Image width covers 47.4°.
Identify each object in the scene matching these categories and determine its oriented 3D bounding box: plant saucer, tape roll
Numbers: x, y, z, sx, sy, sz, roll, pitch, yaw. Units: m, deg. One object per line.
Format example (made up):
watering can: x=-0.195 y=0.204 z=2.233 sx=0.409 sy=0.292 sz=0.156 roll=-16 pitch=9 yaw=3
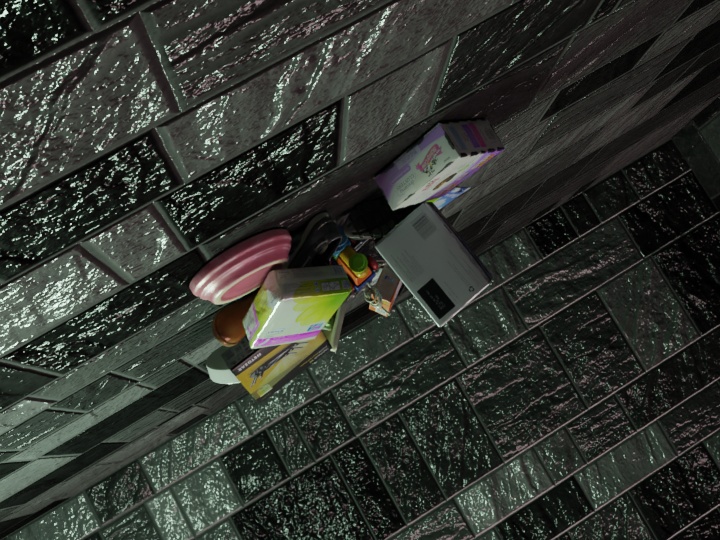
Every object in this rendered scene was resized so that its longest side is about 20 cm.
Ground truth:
plant saucer: x=-0.202 y=0.000 z=1.440 sx=0.199 sy=0.051 sz=0.201 roll=-30 pitch=171 yaw=-5
tape roll: x=-0.249 y=0.192 z=1.849 sx=0.199 sy=0.038 sz=0.203 roll=-15 pitch=-164 yaw=4

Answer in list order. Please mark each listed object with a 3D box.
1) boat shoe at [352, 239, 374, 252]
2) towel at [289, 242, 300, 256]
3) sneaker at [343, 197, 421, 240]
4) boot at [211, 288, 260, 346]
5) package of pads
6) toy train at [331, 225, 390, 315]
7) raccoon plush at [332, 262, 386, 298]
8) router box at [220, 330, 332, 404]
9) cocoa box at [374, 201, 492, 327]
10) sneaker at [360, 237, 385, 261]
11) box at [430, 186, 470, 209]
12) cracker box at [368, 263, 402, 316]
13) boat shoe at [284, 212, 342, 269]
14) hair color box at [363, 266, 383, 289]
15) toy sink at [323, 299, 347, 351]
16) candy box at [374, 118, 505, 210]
boat shoe: x=0.040 y=-0.091 z=1.729 sx=0.198 sy=0.062 sz=0.075 roll=-31 pitch=171 yaw=-3
towel: x=-0.163 y=-0.006 z=1.636 sx=0.198 sy=0.024 sz=0.145 roll=-29 pitch=172 yaw=-17
sneaker: x=0.046 y=-0.105 z=1.630 sx=0.198 sy=0.076 sz=0.079 roll=-27 pitch=173 yaw=-27
boot: x=-0.197 y=0.063 z=1.614 sx=0.154 sy=0.074 sz=0.200 roll=-33 pitch=-173 yaw=32
package of pads: x=-0.124 y=0.066 z=1.513 sx=0.152 sy=0.069 sz=0.200 roll=-5 pitch=150 yaw=-31
toy train: x=0.000 y=0.000 z=1.632 sx=0.084 sy=0.200 sz=0.116 roll=-40 pitch=171 yaw=-9
raccoon plush: x=-0.013 y=-0.010 z=1.939 sx=0.134 sy=0.097 sz=0.200 roll=-40 pitch=170 yaw=10
router box: x=-0.169 y=0.167 z=1.697 sx=0.199 sy=0.052 sz=0.158 roll=-37 pitch=143 yaw=-7
cocoa box: x=0.145 y=-0.016 z=1.591 sx=0.133 sy=0.201 sz=0.131 roll=-40 pitch=176 yaw=13
sneaker: x=0.036 y=-0.058 z=1.862 sx=0.197 sy=0.061 sz=0.104 roll=6 pitch=-163 yaw=-25
box: x=0.139 y=-0.145 z=1.819 sx=0.199 sy=0.048 sz=0.122 roll=-35 pitch=172 yaw=24
cracker box: x=0.087 y=0.001 z=2.057 sx=0.134 sy=0.057 sz=0.202 roll=95 pitch=18 yaw=-73
boat shoe: x=-0.089 y=-0.014 z=1.527 sx=0.072 sy=0.062 sz=0.201 roll=-18 pitch=145 yaw=-45
hair color box: x=0.018 y=0.000 z=2.176 sx=0.110 sy=0.065 sz=0.200 roll=-33 pitch=170 yaw=12
toy sink: x=-0.108 y=0.114 z=1.949 sx=0.110 sy=0.133 sz=0.200 roll=13 pitch=177 yaw=-8
candy box: x=0.145 y=-0.194 z=1.480 sx=0.167 sy=0.072 sz=0.199 roll=-36 pitch=171 yaw=33
